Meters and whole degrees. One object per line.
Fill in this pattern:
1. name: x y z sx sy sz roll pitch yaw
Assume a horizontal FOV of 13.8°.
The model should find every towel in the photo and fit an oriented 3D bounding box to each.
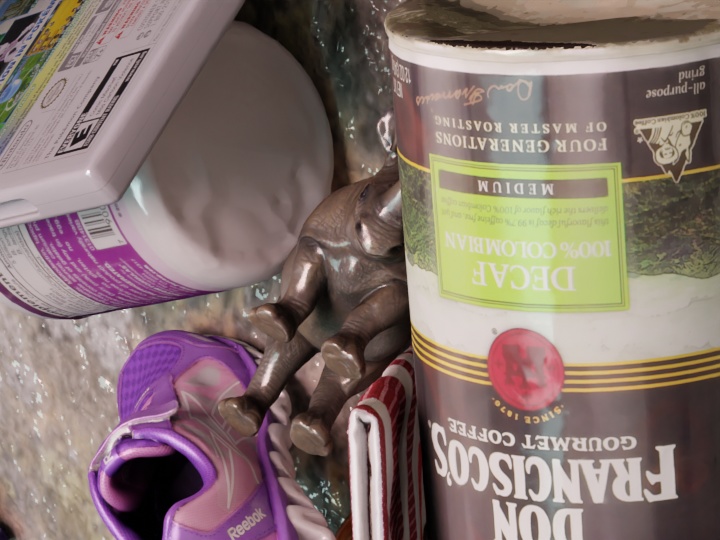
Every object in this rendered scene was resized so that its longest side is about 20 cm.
1. towel: 0.021 0.107 1.127 0.023 0.200 0.145 -3 95 8

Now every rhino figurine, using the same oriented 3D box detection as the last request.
1. rhino figurine: 0.000 0.000 1.170 0.060 0.088 0.200 34 151 4

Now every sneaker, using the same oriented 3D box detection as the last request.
1. sneaker: -0.077 0.082 1.263 0.081 0.088 0.200 -55 31 18

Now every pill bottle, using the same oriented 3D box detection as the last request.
1. pill bottle: -0.111 -0.038 1.286 0.199 0.112 0.113 -10 97 50

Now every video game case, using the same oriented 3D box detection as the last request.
1. video game case: -0.109 -0.095 1.215 0.022 0.201 0.182 45 148 -26

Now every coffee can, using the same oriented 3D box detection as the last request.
1. coffee can: 0.087 0.004 1.051 0.146 0.146 0.201 11 112 46

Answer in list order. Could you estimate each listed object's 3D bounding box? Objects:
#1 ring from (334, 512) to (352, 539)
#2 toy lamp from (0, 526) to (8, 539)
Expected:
1. ring: 0.052 0.184 1.258 0.200 0.019 0.202 21 120 42
2. toy lamp: -0.229 0.049 1.497 0.058 0.058 0.201 -10 99 49
